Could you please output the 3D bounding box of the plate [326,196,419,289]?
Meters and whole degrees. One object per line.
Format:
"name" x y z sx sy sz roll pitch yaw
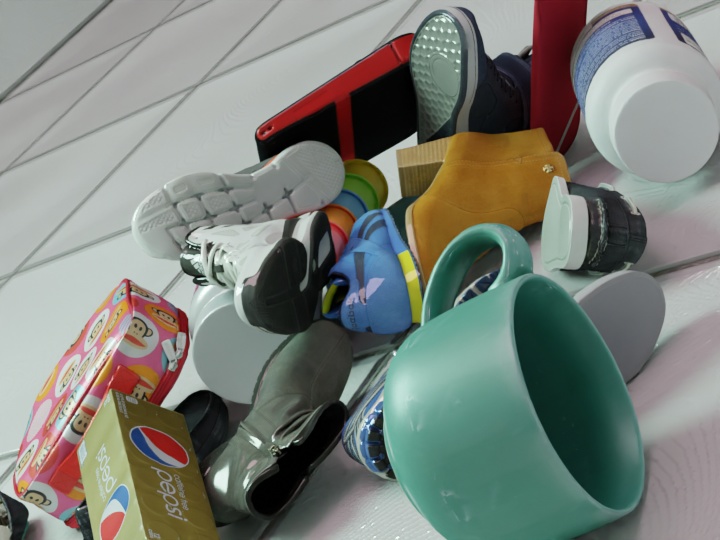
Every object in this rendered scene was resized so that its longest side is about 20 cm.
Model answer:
"plate" 0.057 -0.032 1.700 0.199 0.026 0.200 -30 18 11

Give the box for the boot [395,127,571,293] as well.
"boot" 0.108 -0.041 1.567 0.143 0.071 0.202 -7 50 2

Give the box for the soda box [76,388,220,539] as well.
"soda box" -0.155 0.172 1.389 0.064 0.067 0.200 -59 26 19

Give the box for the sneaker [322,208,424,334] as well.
"sneaker" 0.000 0.000 1.549 0.078 0.066 0.200 -13 20 -4

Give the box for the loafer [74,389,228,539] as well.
"loafer" -0.167 0.155 1.544 0.068 0.071 0.201 -20 23 35

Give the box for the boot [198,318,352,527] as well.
"boot" -0.041 0.114 1.423 0.200 0.068 0.130 -55 18 -28

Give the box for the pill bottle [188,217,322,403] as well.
"pill bottle" -0.090 0.029 1.658 0.113 0.114 0.200 -30 19 13

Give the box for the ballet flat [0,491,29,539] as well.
"ballet flat" -0.318 0.234 1.612 0.073 0.073 0.200 -33 18 2

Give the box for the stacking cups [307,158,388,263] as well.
"stacking cups" -0.018 -0.039 1.691 0.060 0.061 0.200 -28 16 19

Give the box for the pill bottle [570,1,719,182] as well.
"pill bottle" 0.232 -0.141 1.534 0.110 0.111 0.200 -30 18 11

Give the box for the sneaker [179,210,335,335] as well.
"sneaker" -0.094 0.008 1.507 0.114 0.076 0.201 -7 14 14

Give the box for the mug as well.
"mug" 0.085 0.084 1.148 0.114 0.152 0.186 -27 31 26

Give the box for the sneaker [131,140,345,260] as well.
"sneaker" -0.109 -0.051 1.645 0.199 0.078 0.082 -18 -2 -24

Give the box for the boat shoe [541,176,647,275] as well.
"boat shoe" 0.174 -0.029 1.440 0.060 0.076 0.200 5 10 -1

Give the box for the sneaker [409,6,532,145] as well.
"sneaker" 0.119 -0.177 1.665 0.146 0.203 0.077 -31 59 -21

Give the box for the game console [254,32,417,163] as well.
"game console" -0.015 -0.135 1.731 0.176 0.031 0.200 -29 -15 -7

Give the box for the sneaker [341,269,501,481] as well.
"sneaker" 0.056 0.068 1.376 0.200 0.077 0.085 -42 16 -24

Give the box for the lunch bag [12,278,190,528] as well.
"lunch bag" -0.224 0.115 1.637 0.201 0.082 0.176 -57 14 9

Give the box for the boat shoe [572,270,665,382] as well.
"boat shoe" 0.120 0.073 1.267 0.200 0.072 0.066 -48 26 -14

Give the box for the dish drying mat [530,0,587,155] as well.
"dish drying mat" 0.170 -0.172 1.632 0.018 0.201 0.077 27 52 25
